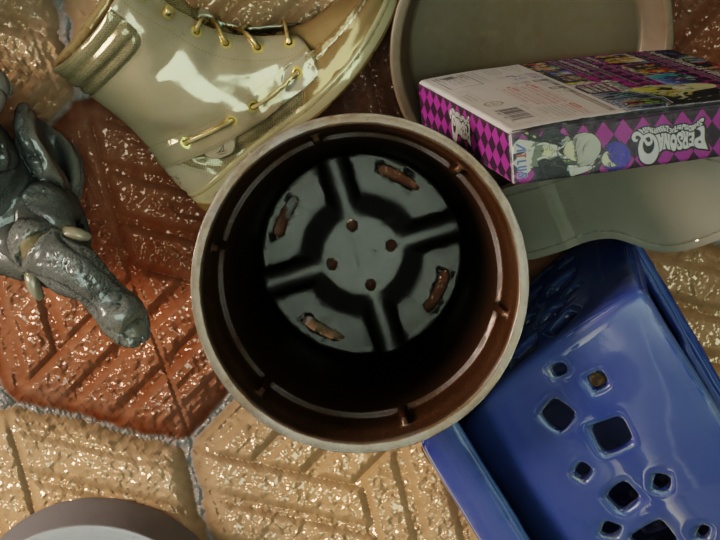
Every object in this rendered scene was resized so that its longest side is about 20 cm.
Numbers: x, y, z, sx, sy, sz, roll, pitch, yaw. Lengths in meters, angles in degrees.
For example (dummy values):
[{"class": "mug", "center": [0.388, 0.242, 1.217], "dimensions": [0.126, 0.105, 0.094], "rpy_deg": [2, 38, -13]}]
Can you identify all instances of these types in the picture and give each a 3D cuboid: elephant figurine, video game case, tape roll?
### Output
[{"class": "elephant figurine", "center": [-0.236, -0.042, 1.130], "dimensions": [0.141, 0.156, 0.200], "rpy_deg": [-22, 133, 35]}, {"class": "video game case", "center": [0.147, -0.099, 1.051], "dimensions": [0.181, 0.200, 0.036], "rpy_deg": [-9, 106, -12]}, {"class": "tape roll", "center": [-0.188, 0.265, 1.213], "dimensions": [0.199, 0.066, 0.201], "rpy_deg": [0, 101, -2]}]

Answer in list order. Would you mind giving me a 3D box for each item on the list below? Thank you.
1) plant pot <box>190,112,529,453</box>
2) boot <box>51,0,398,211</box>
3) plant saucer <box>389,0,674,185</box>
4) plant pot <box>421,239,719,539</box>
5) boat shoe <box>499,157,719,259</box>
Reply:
[{"class": "plant pot", "center": [0.000, 0.000, 1.099], "dimensions": [0.199, 0.198, 0.201], "rpy_deg": [0, 95, 0]}, {"class": "boot", "center": [-0.087, -0.157, 1.128], "dimensions": [0.200, 0.073, 0.155], "rpy_deg": [-44, 109, 12]}, {"class": "plant saucer", "center": [0.113, -0.153, 1.148], "dimensions": [0.199, 0.029, 0.201], "rpy_deg": [-5, 109, -13]}, {"class": "plant pot", "center": [0.151, 0.108, 1.137], "dimensions": [0.179, 0.200, 0.200], "rpy_deg": [-30, 101, 10]}, {"class": "boat shoe", "center": [0.171, -0.051, 1.091], "dimensions": [0.200, 0.063, 0.073], "rpy_deg": [-8, 108, 39]}]
